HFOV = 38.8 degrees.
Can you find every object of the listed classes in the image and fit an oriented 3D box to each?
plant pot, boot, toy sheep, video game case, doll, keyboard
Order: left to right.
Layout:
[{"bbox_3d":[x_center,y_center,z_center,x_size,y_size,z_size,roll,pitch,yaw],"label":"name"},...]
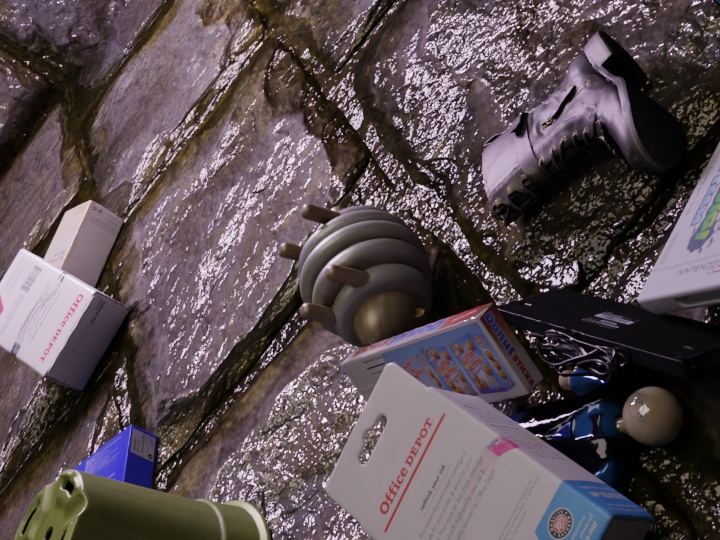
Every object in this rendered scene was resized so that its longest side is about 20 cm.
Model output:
[{"bbox_3d":[-0.219,0.279,0.962,0.200,0.190,0.200,-36,36,32],"label":"plant pot"},{"bbox_3d":[0.000,0.000,0.969,0.138,0.138,0.200,-42,42,23],"label":"toy sheep"},{"bbox_3d":[0.139,0.132,0.730,0.200,0.048,0.137,-28,41,34],"label":"doll"},{"bbox_3d":[0.180,-0.100,0.889,0.174,0.069,0.200,-46,28,28],"label":"boot"},{"bbox_3d":[0.174,0.055,0.740,0.200,0.104,0.040,15,115,60],"label":"keyboard"},{"bbox_3d":[0.274,-0.067,0.671,0.200,0.024,0.182,-59,7,-13],"label":"video game case"}]

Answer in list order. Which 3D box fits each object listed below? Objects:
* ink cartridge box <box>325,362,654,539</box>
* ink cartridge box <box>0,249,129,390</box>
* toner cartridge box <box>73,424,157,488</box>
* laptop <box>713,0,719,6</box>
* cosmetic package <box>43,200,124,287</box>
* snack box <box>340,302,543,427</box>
[{"bbox_3d":[0.079,0.159,0.694,0.200,0.068,0.115,33,100,40],"label":"ink cartridge box"},{"bbox_3d":[-0.468,0.073,1.550,0.200,0.084,0.145,24,81,36],"label":"ink cartridge box"},{"bbox_3d":[-0.330,0.279,1.262,0.200,0.043,0.095,-37,35,29],"label":"toner cartridge box"},{"bbox_3d":[0.337,-0.289,0.780,0.187,0.116,0.200,-48,31,15],"label":"laptop"},{"bbox_3d":[-0.486,-0.009,1.729,0.103,0.073,0.200,-16,48,47],"label":"cosmetic package"},{"bbox_3d":[0.059,0.082,0.838,0.024,0.072,0.200,-38,7,-35],"label":"snack box"}]
